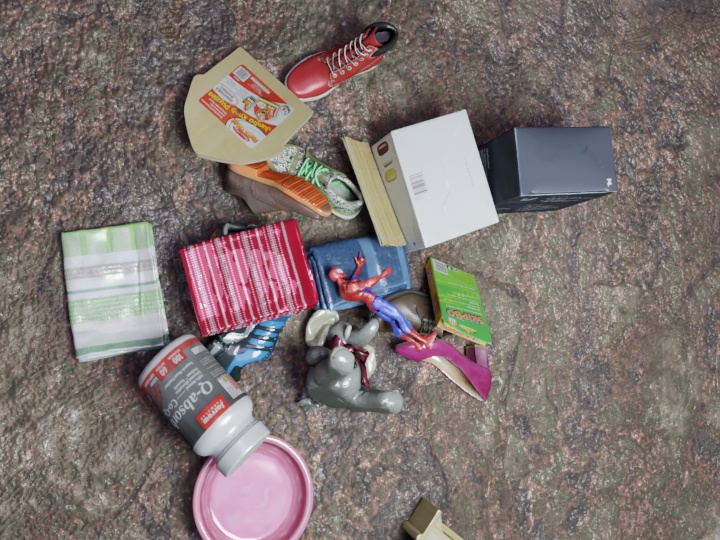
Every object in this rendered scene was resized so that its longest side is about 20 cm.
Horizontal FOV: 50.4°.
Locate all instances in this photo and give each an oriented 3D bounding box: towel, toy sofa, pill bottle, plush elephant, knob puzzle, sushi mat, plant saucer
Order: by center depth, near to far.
[{"bbox_3d":[-0.237,0.207,1.174,0.116,0.116,0.200,-42,81,-16],"label":"pill bottle"},{"bbox_3d":[-0.174,0.011,1.206,0.195,0.022,0.149,-15,92,-6],"label":"towel"},{"bbox_3d":[-0.388,0.031,1.208,0.145,0.031,0.206,-8,88,-19],"label":"towel"},{"bbox_3d":[-0.176,0.367,1.242,0.195,0.051,0.207,2,85,-18],"label":"plant saucer"},{"bbox_3d":[-0.021,0.144,1.263,0.164,0.198,0.158,37,53,-25],"label":"plush elephant"},{"bbox_3d":[-0.204,-0.251,1.265,0.213,0.031,0.225,5,67,-11],"label":"knob puzzle"},{"bbox_3d":[0.000,0.000,1.300,0.196,0.048,0.115,-11,88,-36],"label":"towel"},{"bbox_3d":[0.023,-0.133,1.312,0.012,0.095,0.205,-24,79,24],"label":"sushi mat"},{"bbox_3d":[0.163,0.497,1.325,0.199,0.083,0.098,39,81,-11],"label":"toy sofa"}]

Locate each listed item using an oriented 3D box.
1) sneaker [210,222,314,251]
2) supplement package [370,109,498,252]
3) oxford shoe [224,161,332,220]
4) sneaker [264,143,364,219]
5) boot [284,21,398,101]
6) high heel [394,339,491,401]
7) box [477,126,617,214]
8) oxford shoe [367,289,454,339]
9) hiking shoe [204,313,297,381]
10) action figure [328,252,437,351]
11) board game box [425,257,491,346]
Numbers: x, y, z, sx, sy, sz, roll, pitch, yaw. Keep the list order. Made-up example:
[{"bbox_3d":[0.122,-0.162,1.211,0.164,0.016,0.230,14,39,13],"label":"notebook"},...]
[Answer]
[{"bbox_3d":[-0.147,-0.033,1.257,0.195,0.082,0.079,9,68,-17],"label":"sneaker"},{"bbox_3d":[0.128,-0.153,1.347,0.152,0.111,0.205,-18,91,-19],"label":"supplement package"},{"bbox_3d":[-0.136,-0.121,1.257,0.197,0.071,0.074,28,115,16],"label":"oxford shoe"},{"bbox_3d":[-0.069,-0.161,1.295,0.197,0.088,0.078,28,78,-14],"label":"sneaker"},{"bbox_3d":[-0.033,-0.358,1.293,0.197,0.144,0.074,-29,96,-16],"label":"boot"},{"bbox_3d":[0.147,0.177,1.353,0.196,0.067,0.099,10,73,-30],"label":"high heel"},{"bbox_3d":[0.315,-0.175,1.363,0.191,0.199,0.121,-4,87,-18],"label":"box"},{"bbox_3d":[0.106,0.080,1.315,0.195,0.084,0.074,-3,117,-25],"label":"oxford shoe"},{"bbox_3d":[-0.160,0.102,1.262,0.198,0.074,0.088,-34,104,-7],"label":"hiking shoe"},{"bbox_3d":[0.041,0.036,1.238,0.197,0.065,0.101,32,67,-11],"label":"action figure"},{"bbox_3d":[0.166,0.055,1.314,0.094,0.202,0.030,22,117,-15],"label":"board game box"}]
